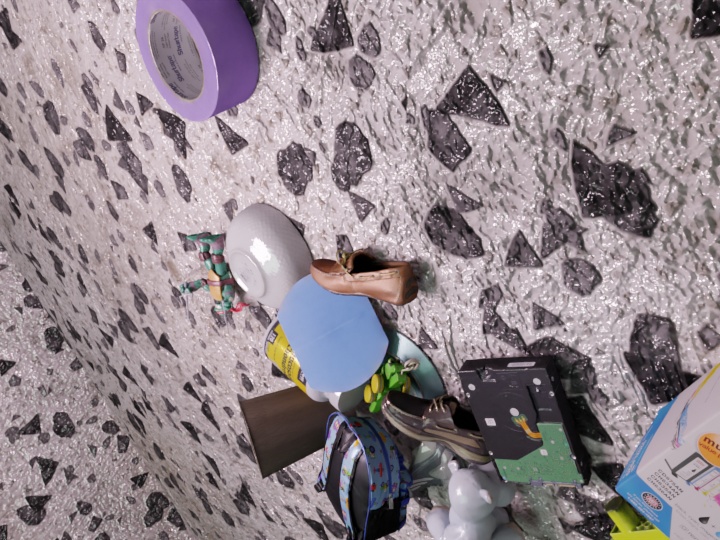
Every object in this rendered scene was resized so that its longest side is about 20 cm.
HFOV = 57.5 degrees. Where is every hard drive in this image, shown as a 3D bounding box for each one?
[{"bbox_3d":[0.233,0.216,0.931,0.138,0.038,0.203,-10,110,40],"label":"hard drive"}]

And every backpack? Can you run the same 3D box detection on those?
[{"bbox_3d":[0.009,0.344,1.149,0.182,0.132,0.204,42,134,52],"label":"backpack"}]

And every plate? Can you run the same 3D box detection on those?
[{"bbox_3d":[0.061,0.188,1.132,0.198,0.025,0.203,29,136,32],"label":"plate"}]

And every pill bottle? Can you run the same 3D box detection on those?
[{"bbox_3d":[-0.078,0.163,1.181,0.199,0.111,0.114,34,140,34],"label":"pill bottle"}]

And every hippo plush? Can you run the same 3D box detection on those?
[{"bbox_3d":[0.168,0.377,1.051,0.158,0.197,0.164,20,116,53],"label":"hippo plush"}]

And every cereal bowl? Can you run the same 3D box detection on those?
[{"bbox_3d":[-0.177,-0.013,1.190,0.198,0.083,0.203,28,136,30],"label":"cereal bowl"}]

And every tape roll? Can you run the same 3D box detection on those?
[{"bbox_3d":[-0.253,-0.341,1.011,0.198,0.085,0.203,30,138,30],"label":"tape roll"}]

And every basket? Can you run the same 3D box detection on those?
[{"bbox_3d":[-0.114,0.284,1.235,0.182,0.197,0.137,91,156,-50],"label":"basket"}]

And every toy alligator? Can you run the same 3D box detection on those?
[{"bbox_3d":[0.051,0.170,1.068,0.201,0.058,0.055,118,150,-51],"label":"toy alligator"}]

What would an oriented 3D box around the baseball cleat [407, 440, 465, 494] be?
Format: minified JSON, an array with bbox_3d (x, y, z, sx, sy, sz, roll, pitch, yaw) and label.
[{"bbox_3d":[0.126,0.369,1.168,0.106,0.070,0.202,32,141,21],"label":"baseball cleat"}]

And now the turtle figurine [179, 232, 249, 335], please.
[{"bbox_3d":[-0.303,0.026,1.351,0.147,0.100,0.204,1,105,31],"label":"turtle figurine"}]

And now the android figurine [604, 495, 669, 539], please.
[{"bbox_3d":[0.421,0.391,0.879,0.201,0.041,0.182,55,144,2],"label":"android figurine"}]

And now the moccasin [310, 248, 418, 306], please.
[{"bbox_3d":[-0.001,0.001,1.013,0.199,0.073,0.079,13,119,46],"label":"moccasin"}]

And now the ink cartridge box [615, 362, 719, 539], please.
[{"bbox_3d":[0.391,0.186,0.657,0.147,0.144,0.202,41,141,17],"label":"ink cartridge box"}]

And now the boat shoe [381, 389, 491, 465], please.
[{"bbox_3d":[0.131,0.229,1.032,0.197,0.075,0.074,22,118,1],"label":"boat shoe"}]

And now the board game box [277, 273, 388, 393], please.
[{"bbox_3d":[-0.042,0.100,1.106,0.156,0.039,0.203,-28,82,10],"label":"board game box"}]
